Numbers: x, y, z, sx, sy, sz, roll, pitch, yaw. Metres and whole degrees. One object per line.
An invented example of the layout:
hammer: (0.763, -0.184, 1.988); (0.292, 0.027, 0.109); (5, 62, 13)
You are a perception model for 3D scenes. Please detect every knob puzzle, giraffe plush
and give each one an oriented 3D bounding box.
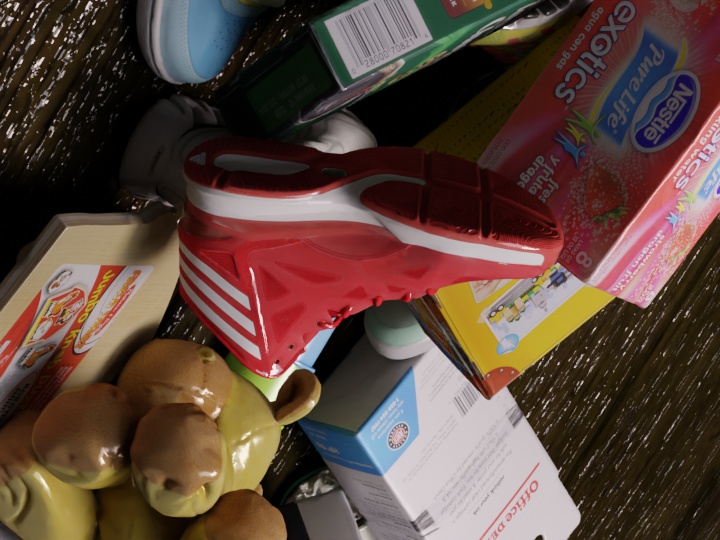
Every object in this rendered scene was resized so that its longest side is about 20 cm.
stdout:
knob puzzle: (-0.170, 0.034, 1.363); (0.219, 0.030, 0.220); (-42, 162, -16)
giraffe plush: (-0.100, 0.109, 1.417); (0.163, 0.171, 0.201); (-62, 151, -43)

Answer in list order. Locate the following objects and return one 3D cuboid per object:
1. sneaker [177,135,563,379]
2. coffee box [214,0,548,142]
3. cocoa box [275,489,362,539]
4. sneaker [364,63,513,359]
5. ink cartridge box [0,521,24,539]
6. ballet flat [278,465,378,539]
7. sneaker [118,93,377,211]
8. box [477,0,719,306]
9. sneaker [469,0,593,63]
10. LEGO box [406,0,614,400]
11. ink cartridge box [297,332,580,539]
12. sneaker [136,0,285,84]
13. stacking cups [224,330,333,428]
sneaker: (0.000, 0.000, 1.321); (0.079, 0.198, 0.116); (-79, -179, -58)
coffee box: (0.031, -0.132, 1.344); (0.199, 0.044, 0.123); (-29, -179, -32)
cocoa box: (-0.051, 0.265, 1.647); (0.130, 0.134, 0.201); (-14, 139, -11)
sneaker: (0.054, -0.043, 1.583); (0.201, 0.074, 0.118); (-51, 148, 0)
ink cartridge box: (-0.256, 0.225, 1.429); (0.199, 0.043, 0.200); (-57, 150, 5)
ballet flat: (0.027, 0.147, 1.752); (0.199, 0.072, 0.072); (-29, 142, -40)
sneaker: (-0.047, -0.052, 1.414); (0.199, 0.081, 0.076); (-9, 126, -55)
box: (0.164, -0.091, 1.364); (0.201, 0.095, 0.102); (-53, 155, 8)
sneaker: (0.091, -0.155, 1.520); (0.199, 0.078, 0.090); (-12, 148, -41)
LEGO box: (0.111, -0.042, 1.515); (0.200, 0.077, 0.149); (-39, 140, -6)
ink cartridge box: (0.055, 0.131, 1.681); (0.116, 0.068, 0.201); (-48, 125, -24)
sneaker: (-0.029, -0.162, 1.268); (0.079, 0.130, 0.201); (-5, 125, -56)
stacking cups: (-0.041, 0.031, 1.533); (0.201, 0.060, 0.060); (-59, 151, 3)
